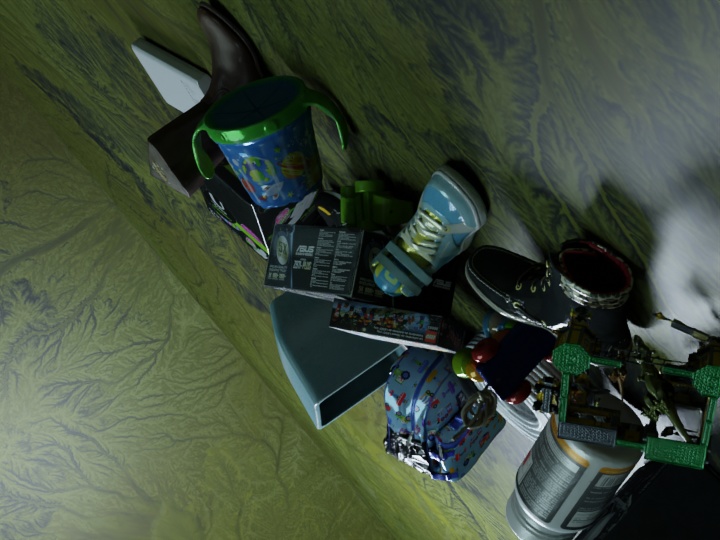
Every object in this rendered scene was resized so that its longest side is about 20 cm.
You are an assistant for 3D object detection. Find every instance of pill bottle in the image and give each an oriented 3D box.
[{"bbox_3d":[0.257,0.247,1.519,0.116,0.116,0.200,41,133,20],"label":"pill bottle"}]

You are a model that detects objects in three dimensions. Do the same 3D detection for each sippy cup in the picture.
[{"bbox_3d":[-0.110,-0.154,1.555,0.178,0.140,0.131,16,137,46],"label":"sippy cup"}]

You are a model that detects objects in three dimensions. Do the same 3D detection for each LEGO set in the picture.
[{"bbox_3d":[0.276,0.100,1.221,0.199,0.116,0.154,1,121,18],"label":"LEGO set"}]

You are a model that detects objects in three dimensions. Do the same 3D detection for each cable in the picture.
[{"bbox_3d":[0.221,0.155,1.629,0.200,0.069,0.200,48,166,-7],"label":"cable"}]

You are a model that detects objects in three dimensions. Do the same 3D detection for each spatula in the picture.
[{"bbox_3d":[0.115,0.104,1.736,0.200,0.056,0.021,58,-165,20],"label":"spatula"}]

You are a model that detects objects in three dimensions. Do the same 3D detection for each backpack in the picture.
[{"bbox_3d":[0.120,0.182,1.808,0.134,0.183,0.200,28,146,31],"label":"backpack"}]

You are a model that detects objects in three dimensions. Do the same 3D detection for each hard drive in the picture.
[{"bbox_3d":[-0.272,-0.283,1.949,0.200,0.026,0.132,33,161,43],"label":"hard drive"}]

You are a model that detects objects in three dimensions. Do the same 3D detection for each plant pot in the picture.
[{"bbox_3d":[-0.049,0.114,2.087,0.200,0.195,0.196,53,168,15],"label":"plant pot"}]

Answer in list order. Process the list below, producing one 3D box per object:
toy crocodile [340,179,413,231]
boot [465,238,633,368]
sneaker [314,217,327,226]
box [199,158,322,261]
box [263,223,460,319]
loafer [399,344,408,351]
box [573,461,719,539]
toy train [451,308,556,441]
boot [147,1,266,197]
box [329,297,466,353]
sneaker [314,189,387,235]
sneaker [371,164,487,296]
[{"bbox_3d":[0.013,-0.081,1.618,0.200,0.062,0.068,177,90,-74],"label":"toy crocodile"},{"bbox_3d":[0.196,0.005,1.287,0.203,0.074,0.154,33,160,23],"label":"boot"},{"bbox_3d":[-0.090,-0.048,1.962,0.202,0.077,0.146,41,162,17],"label":"sneaker"},{"bbox_3d":[-0.150,-0.130,1.812,0.148,0.124,0.200,40,164,19],"label":"box"},{"bbox_3d":[0.000,0.000,1.595,0.163,0.086,0.200,13,176,-36],"label":"box"},{"bbox_3d":[0.057,0.070,1.861,0.071,0.073,0.200,33,161,38],"label":"loafer"},{"bbox_3d":[0.343,0.335,1.498,0.124,0.200,0.197,44,166,7],"label":"box"},{"bbox_3d":[0.143,0.117,1.466,0.085,0.200,0.116,51,162,-17],"label":"toy train"},{"bbox_3d":[-0.215,-0.217,1.603,0.187,0.200,0.064,53,168,-21],"label":"boot"},{"bbox_3d":[0.051,0.072,1.574,0.136,0.038,0.200,10,176,14],"label":"box"},{"bbox_3d":[-0.007,-0.026,1.752,0.200,0.090,0.070,44,166,8],"label":"sneaker"},{"bbox_3d":[0.072,-0.033,1.417,0.080,0.131,0.200,44,165,16],"label":"sneaker"}]
